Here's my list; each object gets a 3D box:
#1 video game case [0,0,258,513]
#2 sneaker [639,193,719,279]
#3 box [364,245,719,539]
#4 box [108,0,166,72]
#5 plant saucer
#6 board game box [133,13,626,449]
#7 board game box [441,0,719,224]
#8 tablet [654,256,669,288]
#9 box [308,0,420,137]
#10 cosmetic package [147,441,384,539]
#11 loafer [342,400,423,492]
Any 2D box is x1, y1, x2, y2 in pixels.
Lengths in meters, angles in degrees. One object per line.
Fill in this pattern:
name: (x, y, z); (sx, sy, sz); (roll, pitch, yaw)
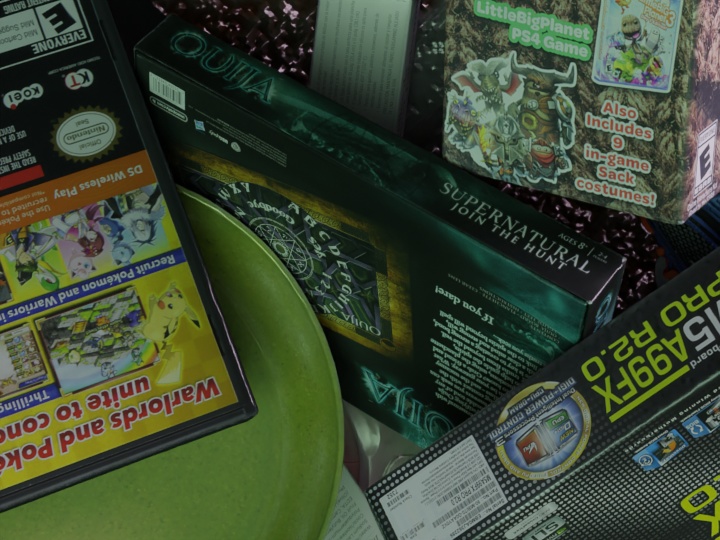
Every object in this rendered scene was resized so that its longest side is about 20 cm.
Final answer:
video game case: (-0.160, 0.002, 0.774); (0.199, 0.025, 0.182); (-20, 85, -16)
sneaker: (0.152, 0.008, 0.877); (0.200, 0.075, 0.078); (43, 112, -5)
box: (0.122, 0.070, 0.789); (0.200, 0.044, 0.160); (-35, 142, 9)
box: (-0.187, -0.097, 0.892); (0.200, 0.079, 0.141); (41, 115, -9)
plant saucer: (-0.106, 0.062, 0.804); (0.199, 0.031, 0.201); (2, 80, -13)
board game box: (0.000, 0.000, 0.818); (0.199, 0.028, 0.136); (30, 144, 19)
board game box: (0.110, -0.143, 0.768); (0.096, 0.159, 0.201); (15, 120, 28)
tablet: (0.205, 0.076, 0.940); (0.129, 0.014, 0.201); (-8, 109, 11)
box: (0.006, -0.122, 0.876); (0.041, 0.039, 0.201); (9, 112, 6)
cosmetic package: (-0.027, 0.149, 0.912); (0.107, 0.085, 0.200); (-5, 121, 57)
loafer: (0.011, 0.063, 0.945); (0.072, 0.063, 0.201); (-25, 113, -18)
